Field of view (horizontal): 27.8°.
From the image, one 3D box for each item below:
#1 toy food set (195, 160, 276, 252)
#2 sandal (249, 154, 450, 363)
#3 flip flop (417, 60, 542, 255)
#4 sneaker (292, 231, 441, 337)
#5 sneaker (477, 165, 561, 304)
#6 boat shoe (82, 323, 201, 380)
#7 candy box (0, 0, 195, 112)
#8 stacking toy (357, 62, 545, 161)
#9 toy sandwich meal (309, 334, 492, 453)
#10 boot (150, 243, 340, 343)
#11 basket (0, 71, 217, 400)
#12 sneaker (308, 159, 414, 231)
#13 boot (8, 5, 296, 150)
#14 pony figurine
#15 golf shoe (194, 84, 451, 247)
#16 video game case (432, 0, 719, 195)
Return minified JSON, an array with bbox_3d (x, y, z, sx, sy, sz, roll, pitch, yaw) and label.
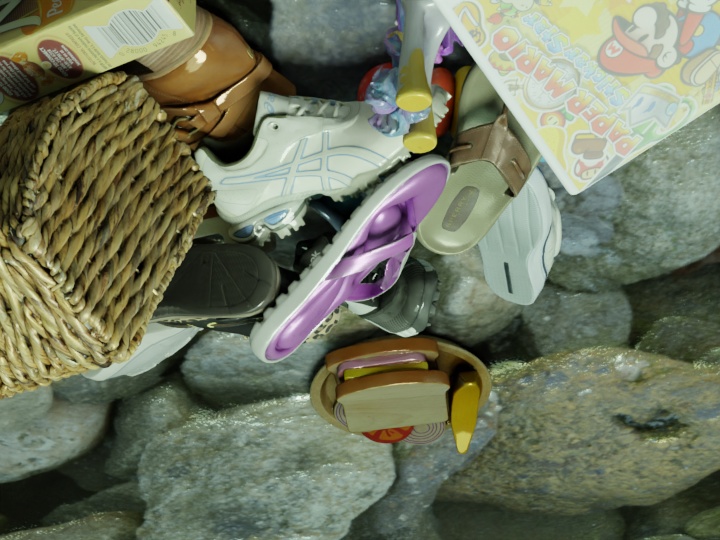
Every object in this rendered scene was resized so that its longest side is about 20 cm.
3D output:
[{"bbox_3d":[-0.179,-0.040,1.168,0.143,0.060,0.200,-10,161,25],"label":"toy food set"},{"bbox_3d":[0.003,0.001,1.066,0.203,0.050,0.082,-47,160,13],"label":"sandal"},{"bbox_3d":[0.093,-0.080,1.074,0.081,0.058,0.200,22,128,-8],"label":"flip flop"},{"bbox_3d":[-0.004,0.009,1.210,0.090,0.200,0.067,12,96,-23],"label":"sneaker"},{"bbox_3d":[0.133,-0.048,1.223,0.073,0.071,0.200,19,155,14],"label":"sneaker"},{"bbox_3d":[-0.179,0.046,1.333,0.068,0.072,0.200,7,141,-49],"label":"boat shoe"},{"bbox_3d":[-0.208,-0.181,0.985,0.200,0.116,0.055,-18,140,18],"label":"candy box"},{"bbox_3d":[0.097,-0.125,1.122,0.200,0.085,0.085,5,143,0],"label":"stacking toy"},{"bbox_3d":[0.042,0.133,1.455,0.205,0.070,0.205,-2,143,-2],"label":"toy sandwich meal"},{"bbox_3d":[-0.125,0.017,1.154,0.200,0.073,0.151,-1,169,26],"label":"boot"},{"bbox_3d":[-0.214,-0.029,0.967,0.149,0.200,0.143,-18,121,29],"label":"basket"},{"bbox_3d":[0.014,-0.049,1.200,0.200,0.086,0.078,22,137,-29],"label":"sneaker"},{"bbox_3d":[-0.162,-0.127,1.109,0.200,0.077,0.155,-36,136,26],"label":"boot"},{"bbox_3d":[0.053,-0.186,0.966,0.166,0.200,0.193,24,150,-39],"label":"pony figurine"},{"bbox_3d":[-0.033,-0.097,1.066,0.200,0.078,0.097,-29,111,17],"label":"golf shoe"},{"bbox_3d":[0.155,-0.155,0.837,0.182,0.023,0.200,-33,132,11],"label":"video game case"}]
